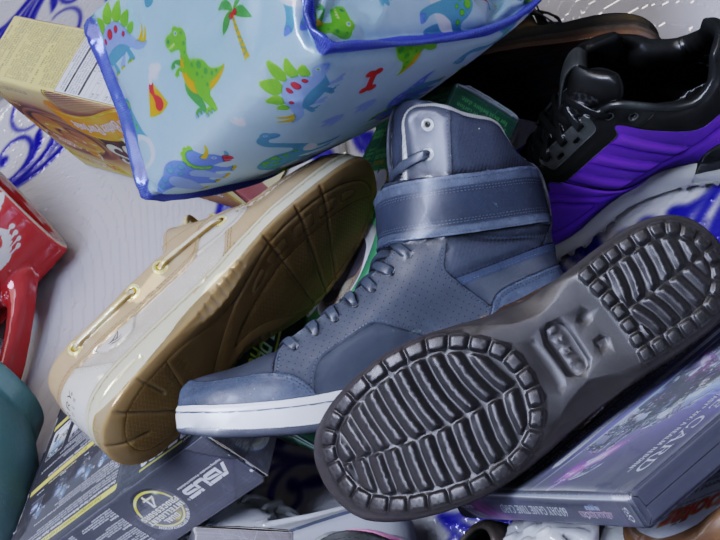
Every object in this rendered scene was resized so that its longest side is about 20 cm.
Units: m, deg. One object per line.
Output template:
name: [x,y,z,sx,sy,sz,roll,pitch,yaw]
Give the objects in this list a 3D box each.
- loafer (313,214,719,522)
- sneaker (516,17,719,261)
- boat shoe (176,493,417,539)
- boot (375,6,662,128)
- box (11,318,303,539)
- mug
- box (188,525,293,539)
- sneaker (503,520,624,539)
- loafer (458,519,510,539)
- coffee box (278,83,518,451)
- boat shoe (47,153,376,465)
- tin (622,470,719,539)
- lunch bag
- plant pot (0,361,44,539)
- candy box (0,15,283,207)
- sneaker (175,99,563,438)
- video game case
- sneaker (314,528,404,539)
loafer: [0.074,0.050,0.733,0.198,0.071,0.074,-28,78,6]
sneaker: [0.120,-0.075,0.865,0.199,0.099,0.070,-24,46,24]
boat shoe: [-0.060,0.150,0.875,0.198,0.073,0.066,-23,53,24]
boot: [0.092,-0.135,0.944,0.199,0.075,0.098,-11,52,44]
box: [-0.112,0.082,0.923,0.200,0.049,0.162,-37,26,36]
mug: [-0.291,0.032,1.138,0.200,0.178,0.133,-46,6,-3]
box: [-0.066,0.239,0.757,0.159,0.048,0.202,114,158,-56]
sneaker: [0.098,0.139,0.720,0.075,0.081,0.200,-34,1,43]
loafer: [0.013,0.196,0.790,0.200,0.063,0.072,-49,45,0]
coffee box: [0.007,0.003,0.896,0.202,0.044,0.123,-65,15,-9]
boat shoe: [-0.074,0.004,0.825,0.069,0.074,0.200,29,60,33]
tin: [0.180,0.060,0.699,0.200,0.042,0.112,-47,4,-37]
lunch bag: [-0.009,-0.126,0.835,0.170,0.199,0.129,-30,74,47]
plant pot: [-0.270,0.114,0.996,0.199,0.201,0.135,2,52,40]
candy box: [-0.149,-0.104,1.096,0.199,0.115,0.056,16,72,44]
sneaker: [0.000,0.000,0.794,0.200,0.077,0.148,-11,87,-11]
video game case: [0.126,0.059,0.716,0.142,0.019,0.200,-37,5,-17]
sneaker: [0.035,0.191,0.705,0.079,0.095,0.200,-42,71,7]
